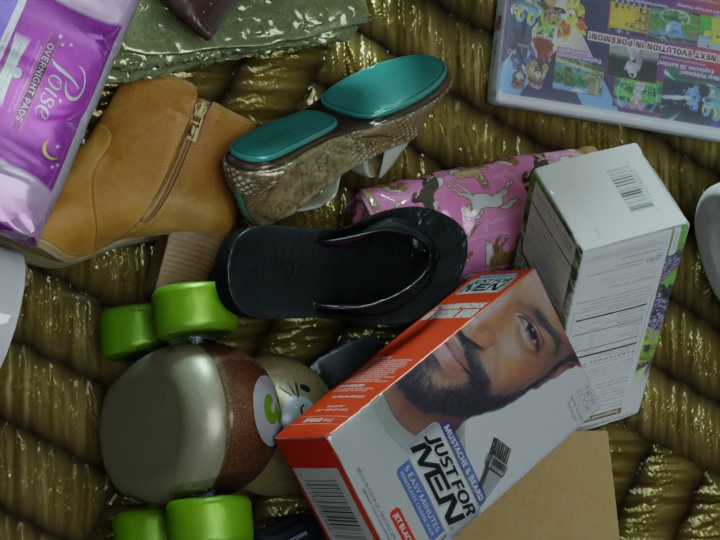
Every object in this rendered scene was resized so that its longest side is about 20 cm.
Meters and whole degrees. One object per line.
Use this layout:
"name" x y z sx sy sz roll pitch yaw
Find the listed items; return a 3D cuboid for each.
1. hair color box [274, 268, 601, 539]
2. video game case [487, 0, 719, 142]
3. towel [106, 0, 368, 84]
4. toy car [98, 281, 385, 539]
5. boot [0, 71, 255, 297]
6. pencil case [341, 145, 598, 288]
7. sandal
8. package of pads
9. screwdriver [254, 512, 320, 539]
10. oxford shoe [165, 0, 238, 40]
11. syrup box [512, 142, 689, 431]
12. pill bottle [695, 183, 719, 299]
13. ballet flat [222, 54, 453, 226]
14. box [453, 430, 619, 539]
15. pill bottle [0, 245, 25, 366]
"hair color box" 0.053 0.097 1.455 0.200 0.064 0.111 -39 109 -33
"video game case" 0.193 -0.196 1.643 0.199 0.023 0.183 8 87 -21
"towel" -0.102 -0.206 1.513 0.199 0.036 0.149 -13 81 -21
"toy car" -0.058 0.100 1.492 0.199 0.158 0.165 1 79 -31
"boot" -0.173 -0.069 1.490 0.201 0.071 0.145 17 78 -23
"pencil case" 0.084 -0.029 1.572 0.199 0.083 0.087 -10 67 -20
"sandal" 0.000 0.001 1.449 0.200 0.048 0.076 -8 94 -39
"package of pads" -0.217 -0.125 1.397 0.120 0.076 0.201 25 78 -17
"screwdriver" -0.085 0.192 1.478 0.200 0.028 0.029 -15 120 -59
"oxford shoe" -0.049 -0.226 1.486 0.200 0.071 0.073 -38 99 -15
"syrup box" 0.153 0.017 1.535 0.081 0.200 0.079 -14 51 -17
"pill bottle" 0.354 -0.040 1.645 0.199 0.114 0.114 -21 97 -19
"ballet flat" -0.015 -0.085 1.540 0.200 0.070 0.065 -27 129 -34
"box" 0.090 0.187 1.515 0.199 0.021 0.164 3 75 -30
"pill bottle" -0.317 0.007 1.404 0.199 0.116 0.116 17 84 -20
